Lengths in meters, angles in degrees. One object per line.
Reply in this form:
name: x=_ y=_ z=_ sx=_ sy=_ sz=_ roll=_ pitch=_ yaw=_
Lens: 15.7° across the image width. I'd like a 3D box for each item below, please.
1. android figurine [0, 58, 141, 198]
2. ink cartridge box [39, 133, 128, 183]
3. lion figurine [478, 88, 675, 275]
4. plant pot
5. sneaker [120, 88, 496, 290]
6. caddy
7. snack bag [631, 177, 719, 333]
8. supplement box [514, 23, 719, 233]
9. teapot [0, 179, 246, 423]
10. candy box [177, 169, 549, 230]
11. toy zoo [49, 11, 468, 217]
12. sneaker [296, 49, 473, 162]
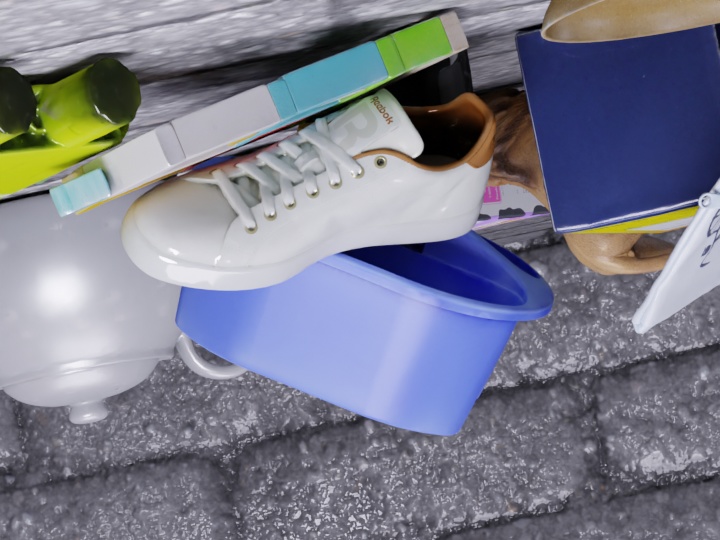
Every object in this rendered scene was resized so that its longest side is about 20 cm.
android figurine: x=-0.195 y=-0.054 z=1.192 sx=0.181 sy=0.041 sz=0.199 roll=-10 pitch=174 yaw=-44
ink cartridge box: x=-0.240 y=-0.030 z=1.433 sx=0.199 sy=0.048 sz=0.145 roll=-7 pitch=175 yaw=-28
lion figurine: x=0.131 y=-0.050 z=1.571 sx=0.122 sy=0.073 sz=0.200 roll=-24 pitch=-136 yaw=-24
plant pot: x=0.176 y=-0.139 z=1.177 sx=0.199 sy=0.028 sz=0.200 roll=-12 pitch=177 yaw=-1
sneaker: x=-0.023 y=-0.050 z=1.259 sx=0.199 sy=0.073 sz=0.085 roll=-14 pitch=141 yaw=-30
caddy: x=0.000 y=0.000 z=1.352 sx=0.199 sy=0.106 sz=0.141 roll=21 pitch=-163 yaw=6
snack bag: x=0.218 y=-0.061 z=1.285 sx=0.188 sy=0.021 sz=0.201 roll=-27 pitch=151 yaw=-54
supplement box: x=0.173 y=-0.083 z=1.418 sx=0.108 sy=0.110 sz=0.200 roll=-12 pitch=176 yaw=21
teapot: x=-0.185 y=0.027 z=1.718 sx=0.199 sy=0.147 sz=0.197 roll=-13 pitch=177 yaw=22
candy box: x=0.008 y=-0.051 z=1.711 sx=0.167 sy=0.072 sz=0.200 roll=-12 pitch=177 yaw=35
toy zoo: x=-0.060 y=-0.069 z=1.240 sx=0.199 sy=0.021 sz=0.131 roll=-24 pitch=-178 yaw=-26
sneaker: x=0.010 y=-0.071 z=1.406 sx=0.089 sy=0.070 sz=0.200 roll=-7 pitch=175 yaw=-7
